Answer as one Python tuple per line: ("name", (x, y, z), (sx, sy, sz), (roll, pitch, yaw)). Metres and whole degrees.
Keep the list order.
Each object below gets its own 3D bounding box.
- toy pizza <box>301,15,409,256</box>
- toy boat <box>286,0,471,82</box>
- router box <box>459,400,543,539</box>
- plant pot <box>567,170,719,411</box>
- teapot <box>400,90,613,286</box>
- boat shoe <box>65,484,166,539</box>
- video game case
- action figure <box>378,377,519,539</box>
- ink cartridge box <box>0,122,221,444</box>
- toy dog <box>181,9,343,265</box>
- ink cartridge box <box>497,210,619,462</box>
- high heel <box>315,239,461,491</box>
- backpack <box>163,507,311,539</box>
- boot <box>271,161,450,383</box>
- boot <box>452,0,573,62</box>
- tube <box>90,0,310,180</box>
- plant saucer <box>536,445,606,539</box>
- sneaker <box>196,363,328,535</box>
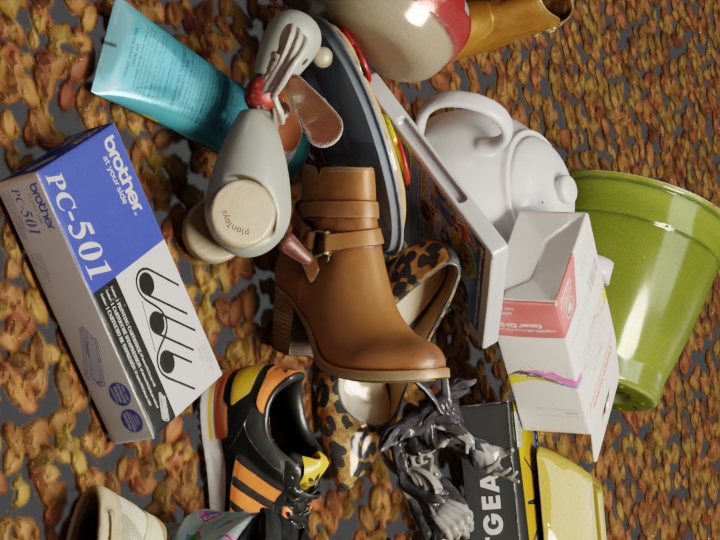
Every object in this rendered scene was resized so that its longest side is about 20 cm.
("toy pizza", (0.000, -0.110, 1.319), (0.031, 0.200, 0.202), (-20, 100, -12))
("toy boat", (0.018, -0.247, 1.337), (0.131, 0.200, 0.131), (-47, 146, -5))
("router box", (0.132, 0.220, 1.473), (0.149, 0.050, 0.203), (17, 67, -74))
("plant pot", (0.255, 0.030, 1.638), (0.200, 0.199, 0.195), (32, 67, -46))
("teapot", (0.128, -0.065, 1.504), (0.199, 0.145, 0.200), (-12, 90, -54))
("boat shoe", (-0.184, 0.233, 1.052), (0.065, 0.072, 0.202), (41, 47, -29))
("video game case", (0.057, -0.049, 1.350), (0.201, 0.018, 0.144), (55, -18, 28))
("action figure", (0.071, 0.167, 1.332), (0.119, 0.101, 0.202), (-38, 144, -39))
("ink cartridge box", (-0.172, 0.009, 1.146), (0.094, 0.044, 0.202), (-43, 116, -52))
("toy dog", (-0.056, -0.085, 1.226), (0.095, 0.132, 0.202), (23, 99, -17))
("ink cartridge box", (0.173, 0.061, 1.437), (0.117, 0.067, 0.201), (-65, 147, -42))
("high heel", (0.024, 0.074, 1.310), (0.071, 0.142, 0.202), (18, 73, -21))
("backpack", (-0.100, 0.257, 1.113), (0.167, 0.125, 0.202), (57, 38, -45))
("boot", (0.000, 0.000, 1.242), (0.073, 0.199, 0.157), (4, 97, -42))
("boot", (0.102, -0.233, 1.513), (0.200, 0.143, 0.072), (-20, 97, -54))
("tube", (-0.121, -0.129, 1.258), (0.199, 0.050, 0.078), (30, 58, -42))
("plant saucer", (0.206, 0.269, 1.540), (0.200, 0.048, 0.203), (38, 47, -75))
("sneaker", (-0.062, 0.169, 1.219), (0.070, 0.089, 0.203), (-10, 89, -55))
